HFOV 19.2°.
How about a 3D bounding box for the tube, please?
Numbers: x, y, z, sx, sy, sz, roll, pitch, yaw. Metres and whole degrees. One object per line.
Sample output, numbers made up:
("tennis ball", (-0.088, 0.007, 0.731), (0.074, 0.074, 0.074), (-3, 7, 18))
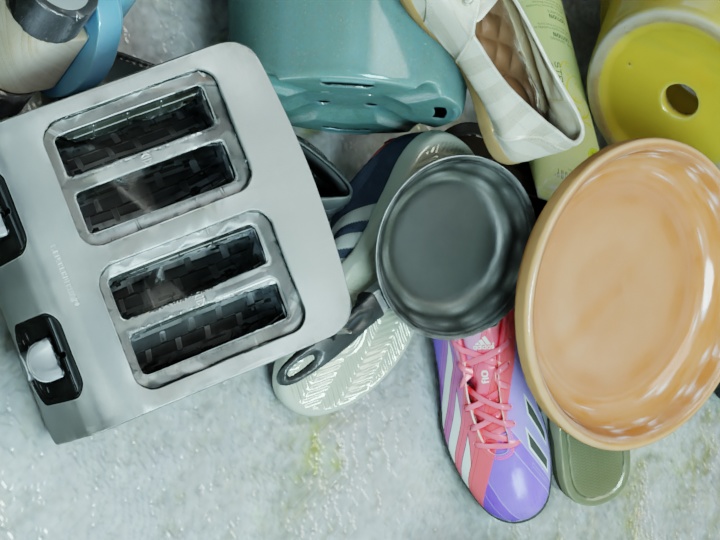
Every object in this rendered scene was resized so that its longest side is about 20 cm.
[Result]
("tube", (0.132, -0.117, 1.464), (0.058, 0.052, 0.201), (-7, 54, -2))

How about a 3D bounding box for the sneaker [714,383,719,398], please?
("sneaker", (0.279, -0.001, 1.588), (0.087, 0.075, 0.201), (-18, 89, -48))

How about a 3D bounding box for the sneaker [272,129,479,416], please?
("sneaker", (0.000, 0.000, 1.354), (0.075, 0.084, 0.201), (38, 80, -28))

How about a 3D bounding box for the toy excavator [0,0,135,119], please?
("toy excavator", (-0.168, -0.194, 1.242), (0.199, 0.100, 0.195), (-13, 66, -45))

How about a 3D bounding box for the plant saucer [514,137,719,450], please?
("plant saucer", (0.170, 0.014, 1.359), (0.199, 0.037, 0.202), (-9, 105, -36))

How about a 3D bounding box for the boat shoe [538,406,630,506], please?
("boat shoe", (0.140, 0.052, 1.418), (0.074, 0.068, 0.202), (-3, 103, -21))

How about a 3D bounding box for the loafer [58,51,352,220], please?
("loafer", (-0.091, -0.083, 1.291), (0.200, 0.070, 0.069), (29, 60, -31))

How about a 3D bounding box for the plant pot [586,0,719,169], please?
("plant pot", (0.250, -0.156, 1.499), (0.201, 0.200, 0.189), (58, 38, -12))

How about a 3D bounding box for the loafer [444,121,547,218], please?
("loafer", (0.126, -0.021, 1.451), (0.199, 0.073, 0.072), (30, 31, -20))

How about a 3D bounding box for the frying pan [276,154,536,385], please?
("frying pan", (0.036, 0.016, 1.309), (0.115, 0.031, 0.191), (38, 83, -28))

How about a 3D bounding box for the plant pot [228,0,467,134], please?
("plant pot", (-0.004, -0.197, 1.334), (0.199, 0.200, 0.198), (11, 79, -38))

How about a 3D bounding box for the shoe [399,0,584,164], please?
("shoe", (0.076, -0.147, 1.258), (0.070, 0.053, 0.201), (-52, 128, -29))

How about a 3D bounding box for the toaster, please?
("toaster", (-0.110, -0.017, 1.183), (0.199, 0.119, 0.182), (-21, 92, -17))

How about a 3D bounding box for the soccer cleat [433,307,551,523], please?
("soccer cleat", (0.081, 0.066, 1.378), (0.068, 0.073, 0.202), (-11, 86, -1))
